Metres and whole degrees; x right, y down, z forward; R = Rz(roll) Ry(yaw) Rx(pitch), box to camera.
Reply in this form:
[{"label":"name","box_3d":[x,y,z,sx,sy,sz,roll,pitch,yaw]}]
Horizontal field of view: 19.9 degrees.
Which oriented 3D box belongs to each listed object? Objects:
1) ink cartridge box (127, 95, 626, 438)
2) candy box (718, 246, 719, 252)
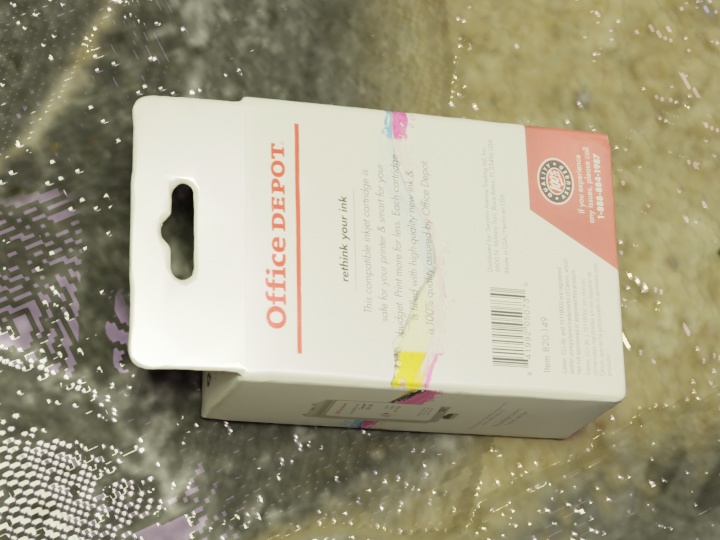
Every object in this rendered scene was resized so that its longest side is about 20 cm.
[{"label":"ink cartridge box","box_3d":[0.000,0.000,0.823,0.199,0.067,0.117,5,70,-17]},{"label":"candy box","box_3d":[0.277,-0.020,0.918,0.200,0.061,0.137,-36,85,-23]}]
